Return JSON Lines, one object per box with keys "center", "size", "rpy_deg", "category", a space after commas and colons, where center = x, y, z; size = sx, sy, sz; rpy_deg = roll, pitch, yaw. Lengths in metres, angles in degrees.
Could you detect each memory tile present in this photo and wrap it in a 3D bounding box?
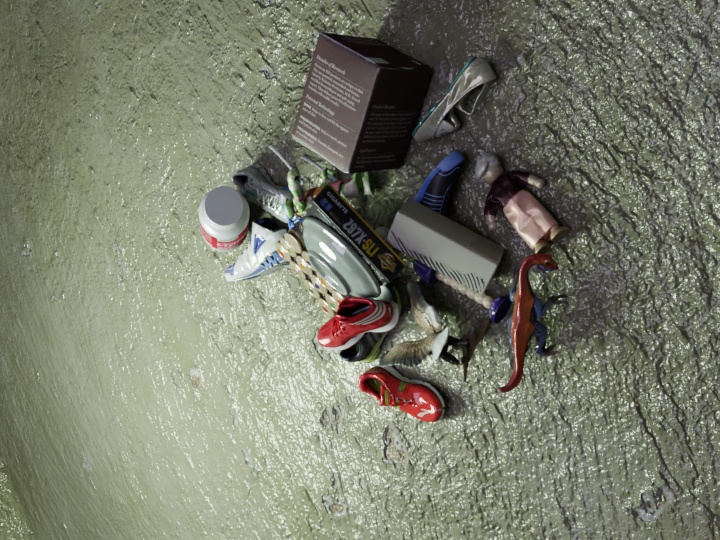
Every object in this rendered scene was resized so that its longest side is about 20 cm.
{"center": [-0.100, 0.009, 1.647], "size": [0.201, 0.017, 0.153], "rpy_deg": [52, 158, -5], "category": "memory tile"}

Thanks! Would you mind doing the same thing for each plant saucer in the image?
{"center": [-0.047, -0.010, 1.489], "size": [0.200, 0.050, 0.201], "rpy_deg": [43, 167, 12], "category": "plant saucer"}

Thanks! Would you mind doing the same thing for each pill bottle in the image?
{"center": [-0.299, -0.116, 1.760], "size": [0.200, 0.110, 0.115], "rpy_deg": [131, 119, -76], "category": "pill bottle"}

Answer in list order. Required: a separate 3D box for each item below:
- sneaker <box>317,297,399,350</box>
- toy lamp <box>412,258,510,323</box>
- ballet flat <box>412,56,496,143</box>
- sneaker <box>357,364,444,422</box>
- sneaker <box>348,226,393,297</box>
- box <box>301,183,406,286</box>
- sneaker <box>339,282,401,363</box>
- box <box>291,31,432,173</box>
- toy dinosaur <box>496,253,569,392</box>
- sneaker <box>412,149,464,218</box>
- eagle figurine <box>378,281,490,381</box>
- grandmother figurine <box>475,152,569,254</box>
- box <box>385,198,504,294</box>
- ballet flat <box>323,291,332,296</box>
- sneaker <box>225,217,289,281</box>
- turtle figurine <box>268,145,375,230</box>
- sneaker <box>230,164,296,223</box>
{"center": [-0.032, 0.090, 1.526], "size": [0.198, 0.114, 0.080], "rpy_deg": [-27, 58, 32], "category": "sneaker"}
{"center": [0.179, 0.027, 1.464], "size": [0.198, 0.058, 0.059], "rpy_deg": [34, 119, 32], "category": "toy lamp"}
{"center": [0.164, -0.284, 1.414], "size": [0.063, 0.067, 0.201], "rpy_deg": [48, 126, 11], "category": "ballet flat"}
{"center": [0.075, 0.251, 1.577], "size": [0.197, 0.084, 0.079], "rpy_deg": [20, 111, 37], "category": "sneaker"}
{"center": [0.000, 0.000, 1.605], "size": [0.073, 0.070, 0.203], "rpy_deg": [39, 121, 28], "category": "sneaker"}
{"center": [-0.016, -0.057, 1.463], "size": [0.200, 0.049, 0.160], "rpy_deg": [46, 169, -3], "category": "box"}
{"center": [0.018, 0.109, 1.603], "size": [0.073, 0.080, 0.204], "rpy_deg": [37, 120, 29], "category": "sneaker"}
{"center": [0.001, -0.308, 1.483], "size": [0.163, 0.164, 0.204], "rpy_deg": [35, 119, 31], "category": "box"}
{"center": [0.285, 0.070, 1.325], "size": [0.103, 0.202, 0.184], "rpy_deg": [4, 134, 25], "category": "toy dinosaur"}
{"center": [0.141, -0.125, 1.467], "size": [0.078, 0.070, 0.201], "rpy_deg": [43, 124, 10], "category": "sneaker"}
{"center": [0.124, 0.125, 1.488], "size": [0.197, 0.151, 0.154], "rpy_deg": [23, 133, 30], "category": "eagle figurine"}
{"center": [0.260, -0.118, 1.368], "size": [0.121, 0.060, 0.202], "rpy_deg": [-38, 68, 10], "category": "grandmother figurine"}
{"center": [0.149, -0.044, 1.413], "size": [0.197, 0.082, 0.069], "rpy_deg": [29, 119, 8], "category": "box"}
{"center": [-0.058, -0.022, 1.656], "size": [0.069, 0.069, 0.204], "rpy_deg": [31, 118, 32], "category": "ballet flat"}
{"center": [-0.221, -0.052, 1.794], "size": [0.196, 0.080, 0.118], "rpy_deg": [-21, 81, 34], "category": "sneaker"}
{"center": [-0.078, -0.187, 1.585], "size": [0.189, 0.144, 0.205], "rpy_deg": [-6, 64, 22], "category": "turtle figurine"}
{"center": [-0.210, -0.162, 1.751], "size": [0.198, 0.086, 0.076], "rpy_deg": [35, 118, 29], "category": "sneaker"}
